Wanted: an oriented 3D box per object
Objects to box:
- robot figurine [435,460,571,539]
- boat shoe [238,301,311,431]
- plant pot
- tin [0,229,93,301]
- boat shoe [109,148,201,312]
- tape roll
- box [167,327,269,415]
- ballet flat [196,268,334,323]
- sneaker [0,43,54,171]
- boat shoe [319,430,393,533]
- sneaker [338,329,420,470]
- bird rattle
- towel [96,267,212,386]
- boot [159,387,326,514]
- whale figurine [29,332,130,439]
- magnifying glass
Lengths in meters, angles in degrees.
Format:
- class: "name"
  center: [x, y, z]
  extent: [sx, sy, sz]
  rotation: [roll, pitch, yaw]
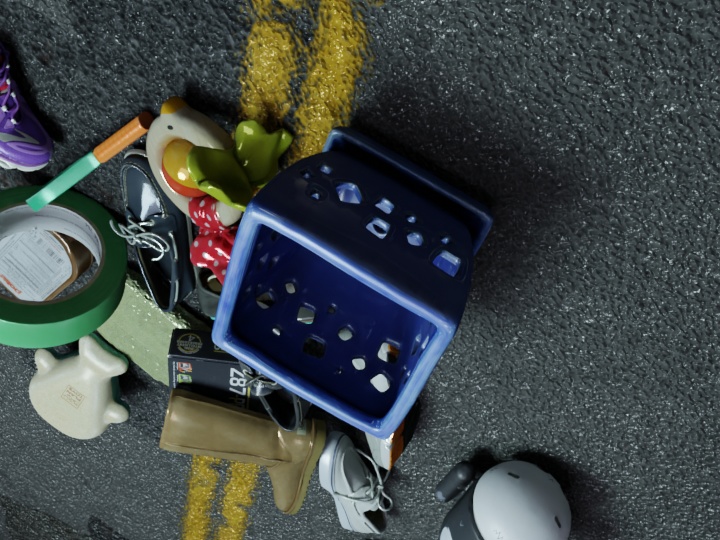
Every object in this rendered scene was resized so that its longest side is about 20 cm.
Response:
- class: "robot figurine"
  center: [0.169, 0.310, 1.013]
  extent: [0.148, 0.126, 0.201]
  rotation: [11, 139, -13]
- class: "boat shoe"
  center: [-0.102, 0.113, 0.945]
  extent: [0.069, 0.067, 0.201]
  rotation: [4, 142, 18]
- class: "plant pot"
  center: [0.000, 0.000, 0.781]
  extent: [0.198, 0.181, 0.201]
  rotation: [30, 138, 3]
- class: "tin"
  center: [-0.428, -0.018, 1.121]
  extent: [0.112, 0.042, 0.199]
  rotation: [49, 135, -12]
- class: "boat shoe"
  center: [-0.236, -0.041, 0.968]
  extent: [0.074, 0.062, 0.202]
  rotation: [15, 134, 20]
- class: "tape roll"
  center: [-0.369, -0.008, 0.972]
  extent: [0.198, 0.202, 0.048]
  rotation: [28, 139, 3]
- class: "box"
  center: [-0.164, 0.160, 1.087]
  extent: [0.158, 0.050, 0.202]
  rotation: [6, 136, -7]
- class: "ballet flat"
  center: [-0.111, 0.023, 0.954]
  extent: [0.197, 0.068, 0.069]
  rotation: [-2, 120, 31]
- class: "sneaker"
  center: [-0.400, -0.197, 0.911]
  extent: [0.083, 0.081, 0.201]
  rotation: [-18, 118, 33]
- class: "boat shoe"
  center: [0.005, 0.290, 1.124]
  extent: [0.085, 0.075, 0.204]
  rotation: [9, 135, 24]
- class: "sneaker"
  center: [0.014, 0.144, 0.996]
  extent: [0.091, 0.076, 0.203]
  rotation: [16, 128, 27]
- class: "bird rattle"
  center: [-0.152, -0.092, 0.875]
  extent: [0.163, 0.113, 0.200]
  rotation: [43, 151, 5]
- class: "towel"
  center: [-0.266, 0.083, 1.120]
  extent: [0.199, 0.037, 0.148]
  rotation: [38, 136, -5]
- class: "boot"
  center: [-0.157, 0.231, 1.084]
  extent: [0.197, 0.067, 0.177]
  rotation: [12, 123, -12]
- class: "whale figurine"
  center: [-0.386, 0.151, 1.211]
  extent: [0.158, 0.104, 0.200]
  rotation: [37, 128, -6]
- class: "magnifying glass"
  center: [-0.298, -0.120, 0.933]
  extent: [0.198, 0.080, 0.023]
  rotation: [-24, 112, 31]
